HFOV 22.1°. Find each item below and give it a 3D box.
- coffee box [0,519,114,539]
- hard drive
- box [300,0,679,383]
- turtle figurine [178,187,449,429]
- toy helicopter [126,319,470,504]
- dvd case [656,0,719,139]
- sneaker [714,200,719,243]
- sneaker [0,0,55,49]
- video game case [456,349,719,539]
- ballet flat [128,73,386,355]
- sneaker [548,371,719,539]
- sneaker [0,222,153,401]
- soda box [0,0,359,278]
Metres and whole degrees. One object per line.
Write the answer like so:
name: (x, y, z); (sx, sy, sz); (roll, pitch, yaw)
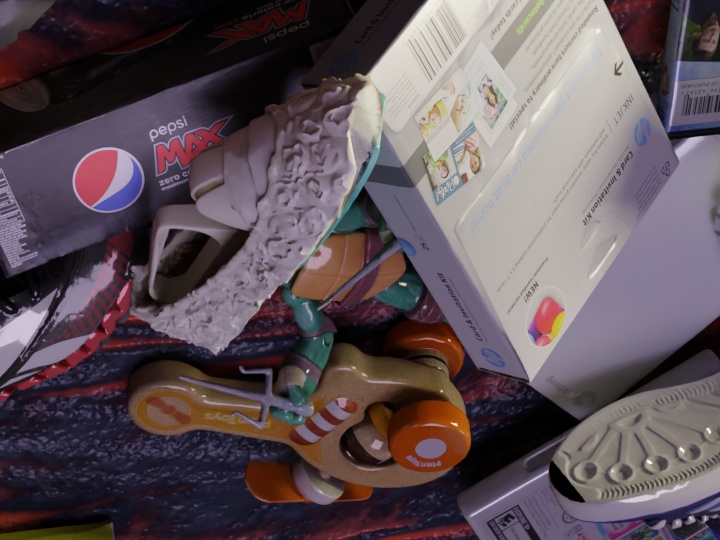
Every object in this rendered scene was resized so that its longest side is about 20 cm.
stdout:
coffee box: (-0.226, 0.291, 1.063); (0.198, 0.201, 0.199); (-5, 131, -15)
hard drive: (0.166, -0.004, 1.064); (0.200, 0.026, 0.132); (-42, 130, 17)
box: (0.071, -0.070, 0.892); (0.156, 0.041, 0.201); (-53, 130, -23)
turtle figurine: (0.000, 0.000, 0.959); (0.198, 0.101, 0.150); (-4, 143, -32)
toy helicopter: (-0.037, 0.088, 1.057); (0.198, 0.079, 0.133); (9, 136, -12)
dvd case: (0.228, -0.164, 0.934); (0.141, 0.018, 0.202); (-7, 123, -15)
sneaker: (0.236, -0.026, 0.979); (0.074, 0.087, 0.201); (-19, 146, 0)
sneaker: (-0.123, -0.163, 0.790); (0.199, 0.076, 0.079); (-28, 131, 5)
video game case: (0.172, 0.152, 1.185); (0.181, 0.024, 0.200); (-31, 139, 2)
ballet flat: (-0.056, -0.021, 0.823); (0.071, 0.072, 0.200); (7, 147, -24)
sneaker: (0.207, 0.136, 1.106); (0.199, 0.081, 0.147); (-23, 134, -15)
sneaker: (-0.192, 0.025, 0.920); (0.200, 0.071, 0.098); (-36, 151, 14)
soda box: (-0.090, -0.072, 0.878); (0.198, 0.071, 0.064); (-20, 123, -1)
